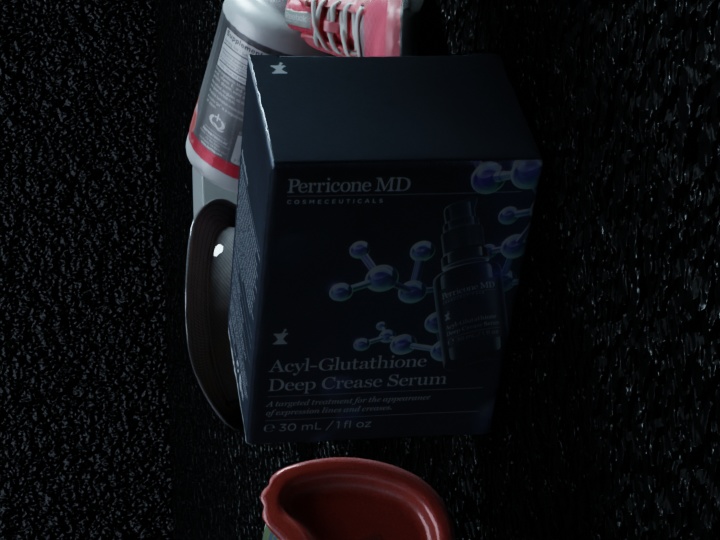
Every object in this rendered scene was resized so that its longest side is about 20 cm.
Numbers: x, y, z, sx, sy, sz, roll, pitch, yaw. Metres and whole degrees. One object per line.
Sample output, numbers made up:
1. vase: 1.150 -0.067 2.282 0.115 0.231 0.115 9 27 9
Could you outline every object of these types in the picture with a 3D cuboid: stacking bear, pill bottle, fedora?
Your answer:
1. stacking bear: 0.006 0.206 1.158 0.200 0.112 0.123 87 169 -65
2. pill bottle: -0.066 -0.167 1.442 0.111 0.110 0.201 -107 31 -54
3. fedora: -0.067 0.033 1.407 0.200 0.089 0.179 65 -156 -65

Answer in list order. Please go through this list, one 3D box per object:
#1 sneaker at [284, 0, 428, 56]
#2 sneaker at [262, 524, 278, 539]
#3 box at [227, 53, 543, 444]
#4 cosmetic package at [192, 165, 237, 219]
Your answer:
1. sneaker: -0.006 -0.165 1.229 0.200 0.086 0.075 -122 31 -69
2. sneaker: -0.057 0.233 1.577 0.201 0.066 0.091 102 158 -60
3. box: 0.007 -0.011 1.016 0.108 0.147 0.202 -105 17 -50
4. cosmetic package: -0.104 -0.024 1.702 0.090 0.106 0.202 145 124 -76
